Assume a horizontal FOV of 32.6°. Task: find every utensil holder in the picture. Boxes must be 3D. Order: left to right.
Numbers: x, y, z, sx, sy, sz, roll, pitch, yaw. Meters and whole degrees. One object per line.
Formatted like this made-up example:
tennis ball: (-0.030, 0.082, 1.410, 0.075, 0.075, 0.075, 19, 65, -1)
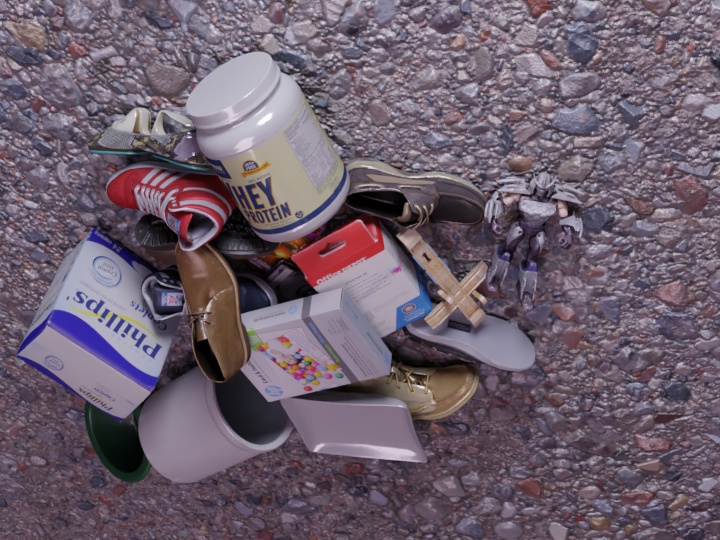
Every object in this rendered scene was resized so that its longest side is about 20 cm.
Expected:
utensil holder: (-0.225, 0.227, 1.912, 0.170, 0.171, 0.199, 40, 132, -24)

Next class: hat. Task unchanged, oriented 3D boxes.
hat: (-0.340, 0.255, 2.074, 0.165, 0.175, 0.202, -37, 79, 41)

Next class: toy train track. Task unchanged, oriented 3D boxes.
toy train track: (0.116, 0.013, 1.658, 0.115, 0.033, 0.200, -45, 124, -3)

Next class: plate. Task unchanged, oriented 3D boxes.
plate: (-0.006, 0.231, 1.867, 0.197, 0.033, 0.200, 2, 149, 16)

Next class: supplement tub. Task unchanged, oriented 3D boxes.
supplement tub: (-0.115, -0.152, 1.527, 0.143, 0.146, 0.201, -14, 127, 26)

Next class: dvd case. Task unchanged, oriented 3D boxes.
dvd case: (-0.073, 0.062, 1.789, 0.198, 0.016, 0.148, 25, 136, -28)

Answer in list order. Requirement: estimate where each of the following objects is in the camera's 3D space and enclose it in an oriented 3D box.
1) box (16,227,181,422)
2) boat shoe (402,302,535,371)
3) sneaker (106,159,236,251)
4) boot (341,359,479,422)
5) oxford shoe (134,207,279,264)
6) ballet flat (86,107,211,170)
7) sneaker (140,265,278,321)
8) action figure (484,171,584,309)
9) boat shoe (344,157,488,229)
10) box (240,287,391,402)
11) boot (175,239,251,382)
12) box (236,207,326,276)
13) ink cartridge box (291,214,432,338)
box: (-0.366, 0.077, 1.776, 0.183, 0.202, 0.105, 36, 131, -21)
boat shoe: (0.154, 0.097, 1.768, 0.197, 0.069, 0.057, 20, 154, -3)
sneaker: (-0.255, -0.083, 1.599, 0.197, 0.113, 0.072, 0, 131, 18)
boot: (0.062, 0.157, 1.830, 0.198, 0.074, 0.155, -20, 133, 37)
oxford shoe: (-0.198, -0.040, 1.668, 0.197, 0.074, 0.085, 4, 151, 14)
ballet flat: (-0.271, -0.176, 1.602, 0.198, 0.072, 0.073, 11, 138, 28)
sneaker: (-0.218, 0.039, 1.722, 0.198, 0.108, 0.071, 15, 111, 32)
action figure: (0.220, -0.049, 1.601, 0.128, 0.070, 0.202, 16, 132, 5)
boat shoe: (0.067, -0.085, 1.599, 0.197, 0.074, 0.075, 11, 136, 4)
box: (-0.078, 0.106, 1.705, 0.197, 0.042, 0.156, -13, 135, 23)
boot: (-0.200, 0.052, 1.620, 0.073, 0.076, 0.203, -10, 109, 23)
box: (-0.159, -0.083, 1.683, 0.199, 0.039, 0.137, 32, 133, -17)
ink cartridge box: (0.000, 0.000, 1.673, 0.115, 0.068, 0.200, -27, 129, 15)
